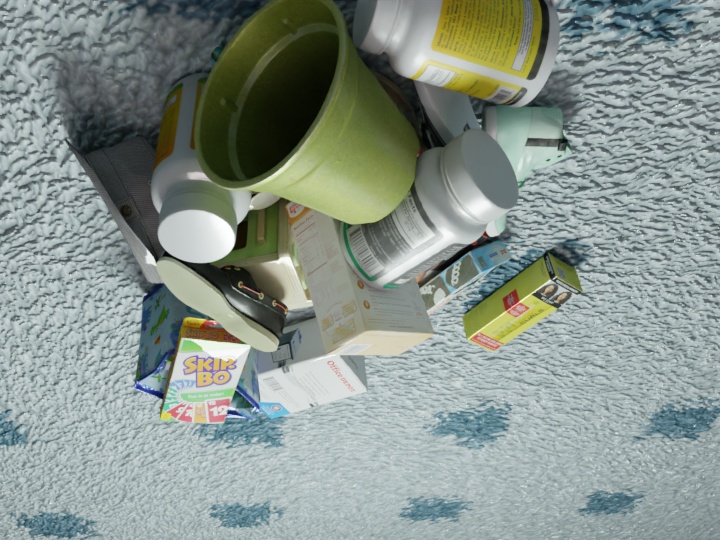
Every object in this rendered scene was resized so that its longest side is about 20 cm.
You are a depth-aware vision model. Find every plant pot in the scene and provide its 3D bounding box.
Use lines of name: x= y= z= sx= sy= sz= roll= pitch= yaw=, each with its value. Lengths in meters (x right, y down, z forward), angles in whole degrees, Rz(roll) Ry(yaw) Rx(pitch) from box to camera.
plant pot: x=-0.038 y=-0.141 z=0.730 sx=0.198 sy=0.205 sz=0.183 roll=-29 pitch=145 yaw=27

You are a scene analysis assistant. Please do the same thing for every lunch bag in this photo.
lunch bag: x=-0.236 y=0.121 z=1.094 sx=0.127 sy=0.173 sz=0.198 roll=-37 pitch=133 yaw=28

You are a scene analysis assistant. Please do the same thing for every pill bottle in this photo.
pill bottle: x=-0.174 y=-0.113 z=0.796 sx=0.107 sy=0.204 sz=0.113 roll=-3 pitch=142 yaw=-2
pill bottle: x=0.096 y=-0.247 z=0.735 sx=0.194 sy=0.115 sz=0.113 roll=10 pitch=139 yaw=-18
pill bottle: x=0.075 y=-0.066 z=0.812 sx=0.111 sy=0.116 sz=0.198 roll=26 pitch=140 yaw=-32

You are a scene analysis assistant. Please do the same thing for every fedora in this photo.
fedora: x=-0.267 y=-0.089 z=0.871 sx=0.089 sy=0.203 sz=0.177 roll=-31 pitch=179 yaw=-15

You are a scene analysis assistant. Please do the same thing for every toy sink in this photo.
toy sink: x=-0.124 y=-0.029 z=0.961 sx=0.194 sy=0.133 sz=0.113 roll=-9 pitch=141 yaw=6

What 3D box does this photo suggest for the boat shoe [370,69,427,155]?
boat shoe: x=0.039 y=-0.161 z=0.865 sx=0.073 sy=0.071 sz=0.199 roll=-28 pitch=134 yaw=28

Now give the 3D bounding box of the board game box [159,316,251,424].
board game box: x=-0.214 y=0.142 z=0.980 sx=0.093 sy=0.030 sz=0.203 roll=7 pitch=129 yaw=-21

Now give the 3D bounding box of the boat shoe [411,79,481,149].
boat shoe: x=0.100 y=-0.170 z=0.845 sx=0.067 sy=0.072 sz=0.202 roll=-5 pitch=128 yaw=47

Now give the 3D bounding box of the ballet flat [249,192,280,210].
ballet flat: x=-0.158 y=-0.102 z=0.913 sx=0.194 sy=0.074 sz=0.069 roll=-10 pitch=137 yaw=7

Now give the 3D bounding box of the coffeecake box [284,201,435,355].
coffeecake box: x=0.000 y=0.000 z=0.917 sx=0.072 sy=0.205 sz=0.152 roll=-30 pitch=157 yaw=32

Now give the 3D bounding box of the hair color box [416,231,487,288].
hair color box: x=0.076 y=-0.033 z=1.031 sx=0.100 sy=0.063 sz=0.199 roll=25 pitch=133 yaw=-33

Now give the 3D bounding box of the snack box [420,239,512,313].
snack box: x=0.127 y=0.029 z=1.082 sx=0.199 sy=0.038 sz=0.115 roll=-39 pitch=169 yaw=34

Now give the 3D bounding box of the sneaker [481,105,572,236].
sneaker: x=0.214 y=-0.122 z=0.924 sx=0.114 sy=0.075 sz=0.203 roll=-2 pitch=138 yaw=6

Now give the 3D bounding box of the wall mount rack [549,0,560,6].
wall mount rack: x=0.230 y=-0.347 z=0.659 sx=0.194 sy=0.076 sz=0.176 roll=-12 pitch=139 yaw=7

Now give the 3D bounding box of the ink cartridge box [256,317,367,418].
ink cartridge box: x=-0.103 y=0.169 z=1.235 sx=0.195 sy=0.088 sz=0.147 roll=-19 pitch=139 yaw=14

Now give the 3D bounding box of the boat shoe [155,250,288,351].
boat shoe: x=-0.166 y=0.026 z=0.875 sx=0.072 sy=0.065 sz=0.201 roll=-6 pitch=145 yaw=40

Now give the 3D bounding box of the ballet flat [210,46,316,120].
ballet flat: x=-0.081 y=-0.205 z=0.816 sx=0.070 sy=0.068 sz=0.199 roll=-45 pitch=128 yaw=9

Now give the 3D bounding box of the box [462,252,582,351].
box: x=0.260 y=0.056 z=1.167 sx=0.074 sy=0.051 sz=0.199 roll=24 pitch=133 yaw=-32
